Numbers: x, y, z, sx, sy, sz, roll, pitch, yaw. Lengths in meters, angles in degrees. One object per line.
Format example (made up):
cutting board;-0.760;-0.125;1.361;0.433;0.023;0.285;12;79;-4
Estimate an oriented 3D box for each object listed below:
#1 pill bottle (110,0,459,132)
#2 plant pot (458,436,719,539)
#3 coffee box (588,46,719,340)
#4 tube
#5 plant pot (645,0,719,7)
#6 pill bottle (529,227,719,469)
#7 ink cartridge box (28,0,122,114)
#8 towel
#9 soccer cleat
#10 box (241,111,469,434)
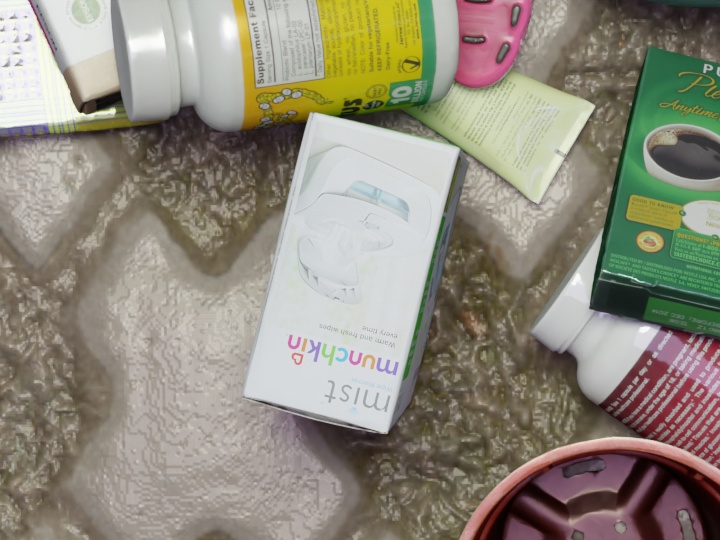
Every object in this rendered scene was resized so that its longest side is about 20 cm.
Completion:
pill bottle;-0.049;-0.146;1.068;0.200;0.113;0.113;-9;90;-13
plant pot;0.158;0.194;1.084;0.201;0.195;0.201;0;91;6
coffee box;0.222;-0.048;1.094;0.123;0.044;0.200;13;53;4
tube;0.052;-0.126;1.165;0.200;0.052;0.058;29;134;1
plant pot;0.181;-0.254;1.092;0.135;0.200;0.200;-10;90;41
pill bottle;0.215;0.063;1.117;0.200;0.113;0.113;34;94;3
ink cartridge box;-0.150;-0.227;1.142;0.165;0.075;0.200;-25;94;-9
towel;-0.228;-0.162;1.179;0.200;0.023;0.144;-8;92;-8
soccer cleat;0.084;-0.221;1.138;0.070;0.086;0.200;0;96;16
box;0.000;0.000;1.093;0.097;0.200;0.177;13;91;5
